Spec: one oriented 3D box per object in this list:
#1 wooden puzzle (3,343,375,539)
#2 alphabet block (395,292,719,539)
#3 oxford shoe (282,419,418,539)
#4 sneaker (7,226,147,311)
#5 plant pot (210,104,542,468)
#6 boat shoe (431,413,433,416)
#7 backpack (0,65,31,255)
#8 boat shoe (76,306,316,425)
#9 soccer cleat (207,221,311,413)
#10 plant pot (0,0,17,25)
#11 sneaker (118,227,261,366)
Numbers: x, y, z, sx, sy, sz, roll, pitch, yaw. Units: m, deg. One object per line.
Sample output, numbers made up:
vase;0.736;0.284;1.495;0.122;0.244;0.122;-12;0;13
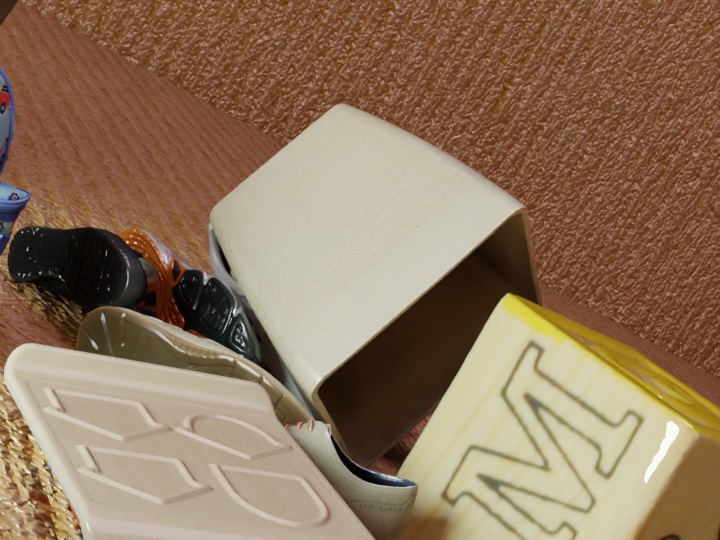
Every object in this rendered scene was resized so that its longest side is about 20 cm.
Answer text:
wooden puzzle;-0.103;0.122;0.982;0.184;0.047;0.200;12;22;-30
alphabet block;0.162;0.163;1.208;0.196;0.201;0.195;37;11;40
oxford shoe;-0.055;0.122;1.121;0.199;0.074;0.071;29;8;-9
sneaker;-0.198;0.000;1.315;0.104;0.061;0.199;16;-2;-43
plant pot;0.000;0.000;1.284;0.177;0.200;0.200;45;-10;24
boat shoe;0.096;0.112;1.464;0.075;0.062;0.202;46;31;-59
backpack;-0.284;-0.072;1.019;0.134;0.201;0.182;35;8;32
boat shoe;-0.105;0.084;1.197;0.199;0.073;0.065;27;8;16
soccer cleat;-0.073;0.037;1.415;0.201;0.070;0.087;55;-7;25
plant pot;-0.420;-0.205;1.421;0.199;0.178;0.200;29;8;-9
sneaker;-0.131;0.035;1.403;0.200;0.076;0.092;41;6;40
